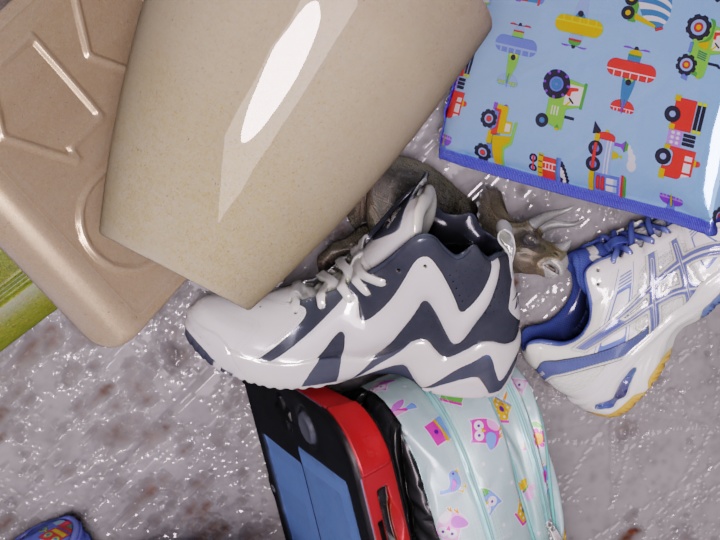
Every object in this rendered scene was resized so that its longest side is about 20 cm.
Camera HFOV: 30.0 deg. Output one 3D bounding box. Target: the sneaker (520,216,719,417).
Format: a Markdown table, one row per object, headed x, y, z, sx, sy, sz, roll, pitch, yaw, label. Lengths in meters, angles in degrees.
| x | y | z | sx | sy | sz | roll | pitch | yaw | label |
| --- | --- | --- | --- | --- | --- | --- | --- | --- | --- |
| 0.183 | -0.001 | 0.869 | 0.088 | 0.075 | 0.200 | 31 | 99 | -14 | sneaker |

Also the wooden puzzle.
| x | y | z | sx | sy | sz | roll | pitch | yaw | label |
| --- | --- | --- | --- | --- | --- | --- | --- | --- | --- |
| -0.146 | -0.085 | 0.795 | 0.200 | 0.046 | 0.185 | -48 | 112 | -22 | wooden puzzle |

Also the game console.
| x | y | z | sx | sy | sz | roll | pitch | yaw | label |
| --- | --- | --- | --- | --- | --- | --- | --- | --- | --- |
| -0.019 | 0.159 | 0.841 | 0.031 | 0.177 | 0.201 | -21 | 109 | -26 | game console |

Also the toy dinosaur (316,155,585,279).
| x | y | z | sx | sy | sz | roll | pitch | yaw | label |
| --- | --- | --- | --- | --- | --- | --- | --- | --- | --- |
| 0.030 | -0.029 | 0.854 | 0.199 | 0.077 | 0.103 | 24 | 90 | -7 | toy dinosaur |

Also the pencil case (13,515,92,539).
| x | y | z | sx | sy | sz | roll | pitch | yaw | label |
| --- | --- | --- | --- | --- | --- | --- | --- | --- | --- |
| -0.174 | 0.264 | 0.897 | 0.078 | 0.087 | 0.201 | -14 | 112 | 43 | pencil case |

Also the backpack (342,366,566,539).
| x | y | z | sx | sy | sz | roll | pitch | yaw | label |
| --- | --- | --- | --- | --- | --- | --- | --- | --- | --- |
| 0.059 | 0.152 | 0.867 | 0.126 | 0.167 | 0.201 | -20 | 106 | -24 | backpack |

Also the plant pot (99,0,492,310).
| x | y | z | sx | sy | sz | roll | pitch | yaw | label |
| --- | --- | --- | --- | --- | --- | --- | --- | --- | --- |
| -0.055 | -0.087 | 0.732 | 0.187 | 0.187 | 0.201 | 28 | 86 | -14 | plant pot |

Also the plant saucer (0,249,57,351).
| x | y | z | sx | sy | sz | roll | pitch | yaw | label |
| --- | --- | --- | --- | --- | --- | --- | --- | --- | --- |
| -0.275 | -0.028 | 0.820 | 0.199 | 0.048 | 0.200 | -36 | 106 | 4 | plant saucer |

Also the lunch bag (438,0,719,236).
| x | y | z | sx | sy | sz | roll | pitch | yaw | label |
| --- | --- | --- | --- | --- | --- | --- | --- | --- | --- |
| 0.138 | -0.121 | 0.806 | 0.199 | 0.094 | 0.151 | 16 | 102 | 18 | lunch bag |

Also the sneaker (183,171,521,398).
| x | y | z | sx | sy | sz | roll | pitch | yaw | label |
| --- | --- | --- | --- | --- | --- | --- | --- | --- | --- |
| 0.000 | 0.000 | 0.778 | 0.198 | 0.080 | 0.130 | 8 | 117 | 2 | sneaker |
